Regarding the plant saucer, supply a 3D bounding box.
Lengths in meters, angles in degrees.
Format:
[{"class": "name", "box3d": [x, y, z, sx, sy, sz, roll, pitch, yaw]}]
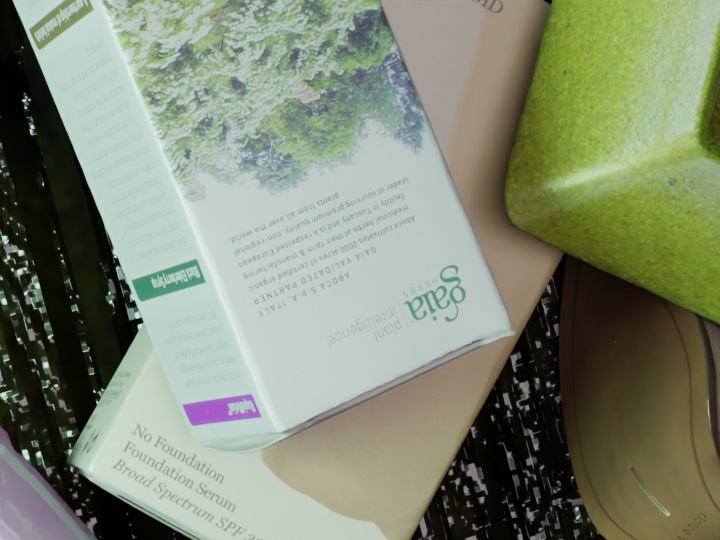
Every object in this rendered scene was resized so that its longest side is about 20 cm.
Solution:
[{"class": "plant saucer", "box3d": [0.156, -0.075, 0.810, 0.199, 0.048, 0.200, 24, 73, -30]}]

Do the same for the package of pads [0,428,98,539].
[{"class": "package of pads", "box3d": [-0.090, 0.160, 0.775, 0.120, 0.076, 0.200, -42, 95, 7]}]

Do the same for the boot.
[{"class": "boot", "box3d": [0.151, 0.077, 0.838, 0.146, 0.070, 0.200, 9, 57, -32]}]

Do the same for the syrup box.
[{"class": "syrup box", "box3d": [-0.039, -0.055, 0.719, 0.079, 0.081, 0.200, -24, 94, -22]}]

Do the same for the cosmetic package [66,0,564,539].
[{"class": "cosmetic package", "box3d": [0.000, 0.000, 0.809, 0.105, 0.071, 0.200, 29, 83, -9]}]
